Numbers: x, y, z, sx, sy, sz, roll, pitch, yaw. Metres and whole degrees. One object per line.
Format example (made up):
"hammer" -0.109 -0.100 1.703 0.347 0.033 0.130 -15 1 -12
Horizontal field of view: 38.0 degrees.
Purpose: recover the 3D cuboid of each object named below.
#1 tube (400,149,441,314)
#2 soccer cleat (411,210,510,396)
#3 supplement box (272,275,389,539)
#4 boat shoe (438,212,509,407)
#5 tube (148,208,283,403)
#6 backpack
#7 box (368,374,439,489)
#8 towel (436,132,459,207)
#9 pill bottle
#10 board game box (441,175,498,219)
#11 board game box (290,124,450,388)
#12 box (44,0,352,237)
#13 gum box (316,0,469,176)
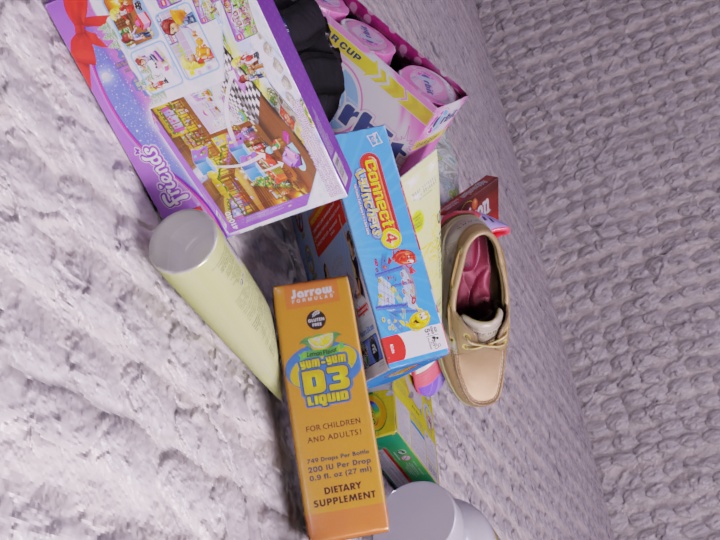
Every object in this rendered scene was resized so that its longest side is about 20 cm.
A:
"tube" 0.052 -0.007 0.978 0.058 0.051 0.202 -109 -165 -59
"soccer cleat" 0.101 0.037 1.091 0.067 0.076 0.202 13 89 -67
"supplement box" -0.025 0.109 0.824 0.069 0.066 0.202 89 -9 -75
"boat shoe" 0.113 0.047 1.037 0.066 0.073 0.202 -141 -140 -71
"tube" -0.093 0.028 0.774 0.058 0.052 0.200 -58 152 -17
"backpack" -0.086 -0.168 0.872 0.200 0.153 0.164 -41 111 -50
"box" 0.036 0.122 1.111 0.201 0.048 0.118 -90 155 -43
"towel" 0.052 -0.166 1.201 0.200 0.048 0.172 53 23 -30
"pill bottle" 0.085 0.283 0.976 0.113 0.111 0.201 -92 157 -45
"board game box" 0.101 -0.025 1.165 0.200 0.019 0.104 -36 129 -47
"board game box" 0.000 0.000 0.930 0.200 0.055 0.198 136 -60 -72
"box" -0.106 -0.122 0.721 0.039 0.136 0.201 -78 147 -60
"gum box" -0.011 -0.179 0.995 0.200 0.114 0.066 42 37 12
